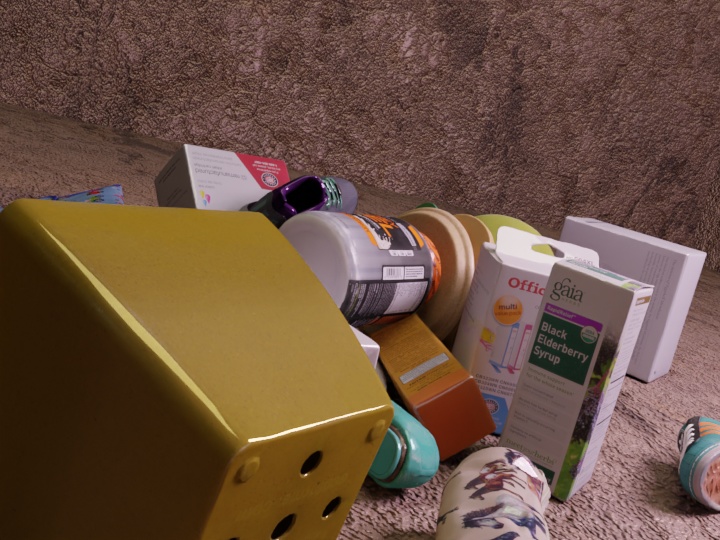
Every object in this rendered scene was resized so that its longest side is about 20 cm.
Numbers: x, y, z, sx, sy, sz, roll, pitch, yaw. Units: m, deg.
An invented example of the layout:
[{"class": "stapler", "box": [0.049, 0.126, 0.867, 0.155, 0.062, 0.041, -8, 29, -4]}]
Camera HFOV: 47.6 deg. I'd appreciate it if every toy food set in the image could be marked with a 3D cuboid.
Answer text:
[{"class": "toy food set", "box": [0.066, 0.012, 1.022, 0.048, 0.203, 0.197, 23, -3, -43]}]

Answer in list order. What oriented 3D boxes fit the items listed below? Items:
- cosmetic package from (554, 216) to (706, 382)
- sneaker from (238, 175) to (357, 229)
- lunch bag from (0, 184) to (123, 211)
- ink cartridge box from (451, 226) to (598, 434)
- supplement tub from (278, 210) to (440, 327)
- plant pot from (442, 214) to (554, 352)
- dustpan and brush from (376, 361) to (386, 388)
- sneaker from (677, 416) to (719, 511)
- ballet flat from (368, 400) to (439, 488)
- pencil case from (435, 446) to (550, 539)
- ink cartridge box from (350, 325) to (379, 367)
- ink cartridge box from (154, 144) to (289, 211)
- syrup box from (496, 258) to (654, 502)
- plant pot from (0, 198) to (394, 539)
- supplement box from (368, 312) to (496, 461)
[{"class": "cosmetic package", "box": [0.406, 0.040, 1.285, 0.198, 0.203, 0.122, 22, 14, 35]}, {"class": "sneaker", "box": [-0.047, -0.075, 0.924, 0.087, 0.075, 0.199, -32, -2, 38]}, {"class": "lunch bag", "box": [-0.407, -0.051, 1.057, 0.197, 0.096, 0.151, -3, 17, -17]}, {"class": "ink cartridge box", "box": [0.180, 0.065, 0.887, 0.126, 0.203, 0.125, 13, 11, -3]}, {"class": "supplement tub", "box": [0.000, 0.000, 0.899, 0.121, 0.125, 0.199, 21, 13, 33]}, {"class": "plant pot", "box": [0.171, 0.052, 1.069, 0.184, 0.190, 0.201, 15, 26, 3]}, {"class": "dustpan and brush", "box": [-0.030, 0.095, 0.892, 0.138, 0.058, 0.200, 25, 19, 2]}, {"class": "sneaker", "box": [0.358, 0.195, 0.846, 0.079, 0.073, 0.198, 18, 6, 40]}, {"class": "ballet flat", "box": [0.001, 0.132, 0.724, 0.070, 0.068, 0.199, 26, 6, -38]}, {"class": "pencil case", "box": [0.091, 0.183, 0.526, 0.088, 0.079, 0.200, -5, 9, 9]}, {"class": "ink cartridge box", "box": [-0.074, 0.082, 0.710, 0.067, 0.118, 0.199, 6, 13, -35]}, {"class": "ink cartridge box", "box": [-0.140, -0.028, 0.935, 0.144, 0.203, 0.083, 4, -29, -41]}, {"class": "syrup box", "box": [0.197, 0.097, 0.756, 0.078, 0.203, 0.081, 21, 13, 30]}, {"class": "plant pot", "box": [-0.100, 0.092, 0.477, 0.175, 0.202, 0.199, 34, 20, 31]}, {"class": "supplement box", "box": [0.067, 0.110, 0.828, 0.068, 0.067, 0.200, -29, 19, -5]}]
